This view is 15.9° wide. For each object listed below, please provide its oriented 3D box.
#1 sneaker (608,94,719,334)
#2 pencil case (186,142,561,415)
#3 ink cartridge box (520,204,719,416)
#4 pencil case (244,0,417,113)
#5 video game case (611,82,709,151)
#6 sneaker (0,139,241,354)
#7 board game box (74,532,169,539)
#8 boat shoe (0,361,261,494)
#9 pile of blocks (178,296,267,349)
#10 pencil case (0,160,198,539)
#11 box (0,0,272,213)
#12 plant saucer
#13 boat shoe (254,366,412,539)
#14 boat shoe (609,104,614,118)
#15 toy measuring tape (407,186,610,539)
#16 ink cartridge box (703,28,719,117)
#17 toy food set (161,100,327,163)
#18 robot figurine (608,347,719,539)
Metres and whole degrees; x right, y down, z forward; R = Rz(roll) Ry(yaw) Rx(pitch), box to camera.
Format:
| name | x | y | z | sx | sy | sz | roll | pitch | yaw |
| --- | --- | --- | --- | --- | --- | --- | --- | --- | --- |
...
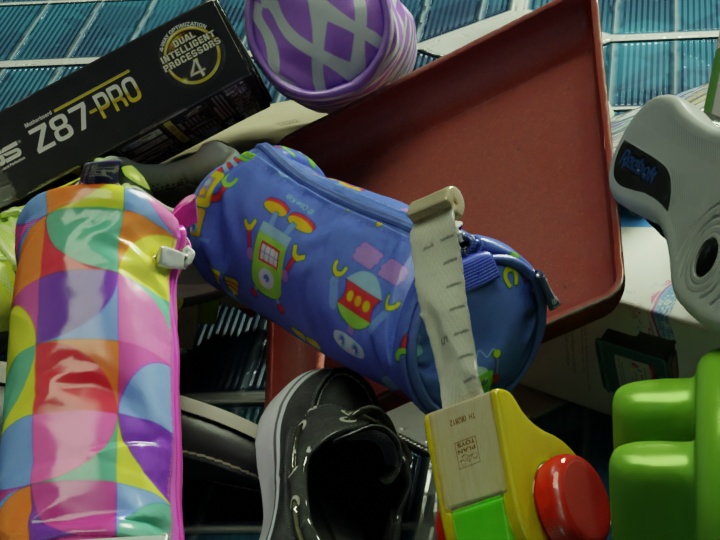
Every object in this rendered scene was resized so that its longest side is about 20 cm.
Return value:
| name | x | y | z | sx | sy | sz | roll | pitch | yaw |
| --- | --- | --- | --- | --- | --- | --- | --- | --- | --- |
| sneaker | 0.186 | -0.011 | 1.096 | 0.111 | 0.073 | 0.200 | 25 | 17 | -19 |
| pencil case | 0.000 | 0.000 | 1.170 | 0.078 | 0.087 | 0.200 | -12 | 24 | -33 |
| ink cartridge box | 0.180 | 0.029 | 1.217 | 0.199 | 0.068 | 0.116 | 18 | 34 | 42 |
| pencil case | -0.014 | -0.129 | 1.372 | 0.083 | 0.086 | 0.200 | -21 | 0 | 3 |
| video game case | 0.139 | -0.063 | 1.388 | 0.200 | 0.026 | 0.180 | -29 | 7 | -41 |
| sneaker | -0.139 | -0.017 | 1.232 | 0.199 | 0.077 | 0.075 | -18 | 45 | -35 |
| board game box | -0.167 | 0.171 | 0.939 | 0.198 | 0.104 | 0.105 | -3 | 25 | 4 |
| boat shoe | -0.122 | 0.088 | 1.193 | 0.199 | 0.073 | 0.063 | 10 | 71 | 19 |
| pile of blocks | -0.114 | 0.010 | 1.321 | 0.199 | 0.062 | 0.082 | -10 | 41 | -27 |
| pencil case | -0.114 | 0.053 | 1.115 | 0.088 | 0.089 | 0.201 | -3 | 57 | 5 |
| box | -0.128 | -0.075 | 1.328 | 0.161 | 0.049 | 0.200 | -29 | 0 | 1 |
| plant saucer | 0.044 | -0.020 | 1.245 | 0.199 | 0.037 | 0.201 | -25 | 44 | 25 |
| boat shoe | -0.008 | 0.092 | 1.091 | 0.070 | 0.066 | 0.200 | 38 | 27 | -11 |
| boat shoe | 0.082 | -0.086 | 1.393 | 0.071 | 0.061 | 0.201 | -23 | 5 | 22 |
| toy measuring tape | 0.061 | 0.067 | 1.065 | 0.073 | 0.201 | 0.074 | -9 | -17 | -3 |
| ink cartridge box | 0.261 | -0.092 | 1.293 | 0.084 | 0.146 | 0.199 | 16 | 7 | 38 |
| toy food set | -0.038 | -0.056 | 1.480 | 0.199 | 0.061 | 0.143 | -12 | 14 | -17 |
| robot figurine | 0.200 | 0.087 | 1.030 | 0.198 | 0.116 | 0.176 | -2 | 30 | 8 |
